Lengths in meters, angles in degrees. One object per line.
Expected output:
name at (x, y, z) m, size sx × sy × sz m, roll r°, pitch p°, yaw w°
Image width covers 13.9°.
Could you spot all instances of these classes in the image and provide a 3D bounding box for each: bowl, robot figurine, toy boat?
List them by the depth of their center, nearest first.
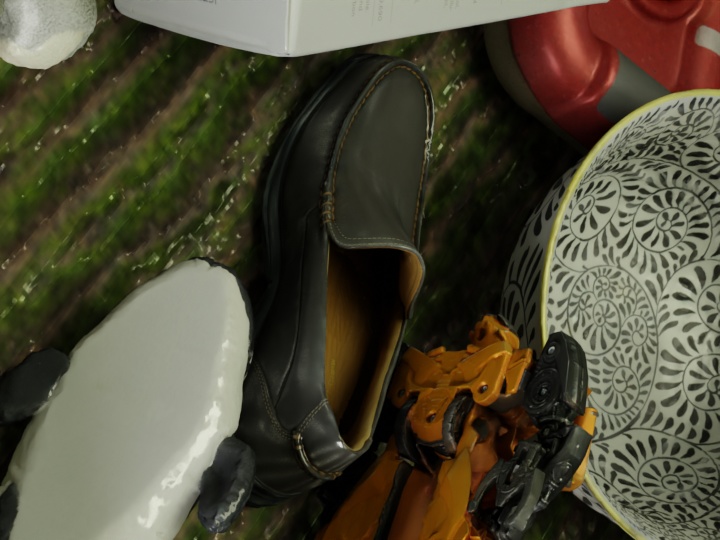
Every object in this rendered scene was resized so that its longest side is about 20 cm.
robot figurine at (0.027, 0.112, 1.127) m, size 0.058 × 0.145 × 0.201 m, roll 36°, pitch 66°, yaw -32°
bowl at (0.124, 0.027, 1.264) m, size 0.200 × 0.094 × 0.202 m, roll 4°, pitch 84°, yaw -38°
toy boat at (0.144, -0.148, 1.295) m, size 0.130 × 0.130 × 0.201 m, roll 33°, pitch 61°, yaw -38°

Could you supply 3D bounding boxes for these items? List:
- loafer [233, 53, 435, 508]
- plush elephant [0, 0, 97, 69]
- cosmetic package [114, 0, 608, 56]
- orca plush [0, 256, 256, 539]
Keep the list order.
loafer at (0.000, 0.000, 1.164) m, size 0.073 × 0.072 × 0.201 m, roll 34°, pitch 60°, yaw -36°
plush elephant at (-0.204, -0.104, 0.927) m, size 0.165 × 0.155 × 0.200 m, roll 46°, pitch 1°, yaw 18°
cosmetic package at (0.007, -0.137, 1.164) m, size 0.199 × 0.101 × 0.074 m, roll -12°, pitch 114°, yaw -46°
orca plush at (-0.085, 0.097, 1.064) m, size 0.071 × 0.105 × 0.201 m, roll 64°, pitch 33°, yaw -62°
